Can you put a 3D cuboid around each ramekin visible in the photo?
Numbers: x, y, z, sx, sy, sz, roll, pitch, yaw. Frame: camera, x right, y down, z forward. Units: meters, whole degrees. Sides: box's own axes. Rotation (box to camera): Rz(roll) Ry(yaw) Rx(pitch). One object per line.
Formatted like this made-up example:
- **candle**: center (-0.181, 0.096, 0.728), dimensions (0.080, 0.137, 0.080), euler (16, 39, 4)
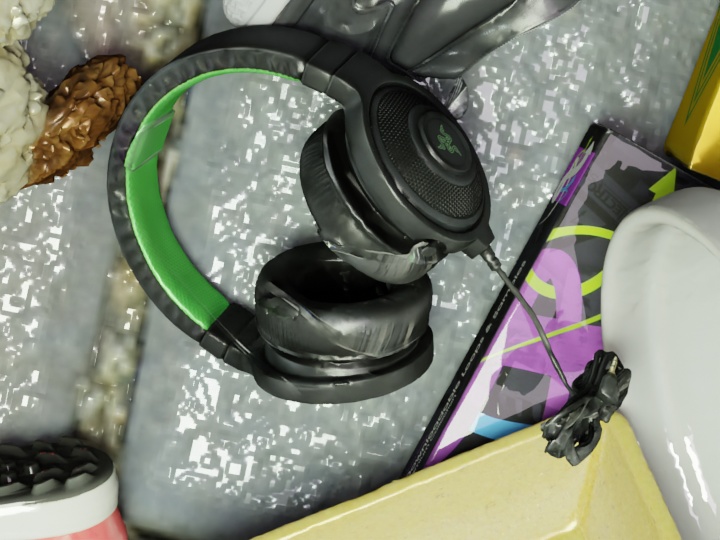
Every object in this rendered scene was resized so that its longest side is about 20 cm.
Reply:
- **ramekin**: center (0.167, 0.057, 0.816), dimensions (0.105, 0.200, 0.201), euler (-19, 98, -13)

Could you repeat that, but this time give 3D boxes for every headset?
- **headset**: center (0.000, 0.000, 0.860), dimensions (0.199, 0.094, 0.124), euler (27, 122, 8)

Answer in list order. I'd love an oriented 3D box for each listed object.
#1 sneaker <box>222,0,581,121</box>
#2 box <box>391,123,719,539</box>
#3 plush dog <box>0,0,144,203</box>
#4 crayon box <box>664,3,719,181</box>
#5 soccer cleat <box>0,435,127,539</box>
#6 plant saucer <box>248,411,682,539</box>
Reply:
- **sneaker**: center (0.042, -0.151, 0.876), dimensions (0.114, 0.076, 0.201), euler (30, 99, -8)
- **box**: center (0.101, 0.068, 0.922), dimensions (0.143, 0.036, 0.201), euler (28, 95, -7)
- **plush dog**: center (-0.158, -0.087, 0.842), dimensions (0.199, 0.161, 0.172), euler (-3, 120, -4)
- **crayon box**: center (0.234, -0.084, 0.903), dimensions (0.199, 0.058, 0.173), euler (20, 95, -6)
- **soccer cleat**: center (-0.181, 0.111, 0.893), dimensions (0.199, 0.068, 0.074), euler (-8, 108, -3)
- **plant saucer**: center (0.033, 0.169, 0.849), dimensions (0.199, 0.049, 0.201), euler (-21, 58, -2)
